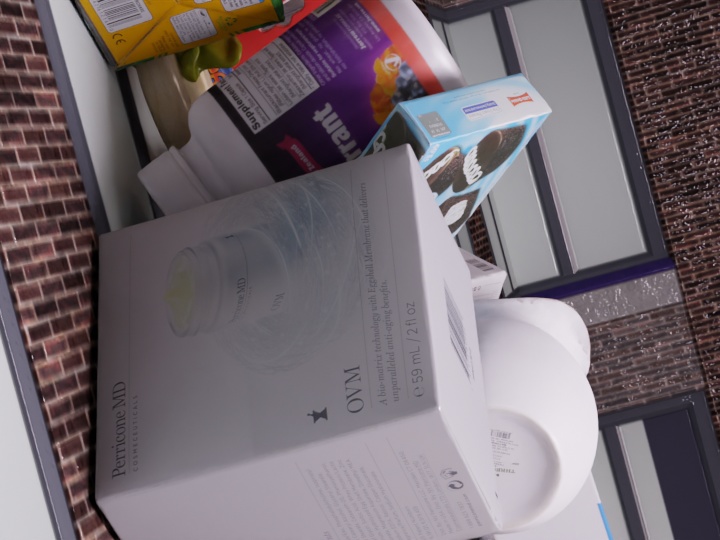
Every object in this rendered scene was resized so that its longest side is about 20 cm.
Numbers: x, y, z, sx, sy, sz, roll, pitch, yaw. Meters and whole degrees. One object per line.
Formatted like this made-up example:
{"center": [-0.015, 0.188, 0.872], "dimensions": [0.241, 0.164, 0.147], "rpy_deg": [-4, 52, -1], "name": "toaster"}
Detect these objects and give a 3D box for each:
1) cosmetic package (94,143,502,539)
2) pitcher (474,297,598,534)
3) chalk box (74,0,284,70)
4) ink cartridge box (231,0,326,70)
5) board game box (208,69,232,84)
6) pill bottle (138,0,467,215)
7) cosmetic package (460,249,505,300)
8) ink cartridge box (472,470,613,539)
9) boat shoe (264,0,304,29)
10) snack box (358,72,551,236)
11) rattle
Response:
{"center": [-0.039, 0.060, 1.291], "dimensions": [0.123, 0.198, 0.200], "rpy_deg": [61, 16, -45], "name": "cosmetic package"}
{"center": [0.062, 0.081, 1.419], "dimensions": [0.200, 0.170, 0.122], "rpy_deg": [-77, 171, -70], "name": "pitcher"}
{"center": [-0.129, -0.255, 1.476], "dimensions": [0.125, 0.123, 0.201], "rpy_deg": [63, 15, -51], "name": "chalk box"}
{"center": [-0.081, -0.256, 1.616], "dimensions": [0.201, 0.116, 0.067], "rpy_deg": [62, 25, 2], "name": "ink cartridge box"}
{"center": [-0.120, -0.222, 1.737], "dimensions": [0.136, 0.034, 0.201], "rpy_deg": [64, 15, -49], "name": "board game box"}
{"center": [-0.037, -0.087, 1.438], "dimensions": [0.112, 0.199, 0.111], "rpy_deg": [53, -2, 3], "name": "pill bottle"}
{"center": [0.000, 0.000, 1.585], "dimensions": [0.050, 0.199, 0.083], "rpy_deg": [-13, 124, -51], "name": "cosmetic package"}
{"center": [0.091, 0.138, 1.611], "dimensions": [0.200, 0.083, 0.146], "rpy_deg": [47, -18, 56], "name": "ink cartridge box"}
{"center": [-0.059, -0.222, 1.763], "dimensions": [0.200, 0.075, 0.072], "rpy_deg": [39, 37, -76], "name": "boat shoe"}
{"center": [0.023, -0.035, 1.413], "dimensions": [0.116, 0.200, 0.037], "rpy_deg": [-18, 64, -44], "name": "snack box"}
{"center": [-0.073, -0.103, 1.553], "dimensions": [0.130, 0.142, 0.201], "rpy_deg": [-154, -139, -78], "name": "rattle"}
